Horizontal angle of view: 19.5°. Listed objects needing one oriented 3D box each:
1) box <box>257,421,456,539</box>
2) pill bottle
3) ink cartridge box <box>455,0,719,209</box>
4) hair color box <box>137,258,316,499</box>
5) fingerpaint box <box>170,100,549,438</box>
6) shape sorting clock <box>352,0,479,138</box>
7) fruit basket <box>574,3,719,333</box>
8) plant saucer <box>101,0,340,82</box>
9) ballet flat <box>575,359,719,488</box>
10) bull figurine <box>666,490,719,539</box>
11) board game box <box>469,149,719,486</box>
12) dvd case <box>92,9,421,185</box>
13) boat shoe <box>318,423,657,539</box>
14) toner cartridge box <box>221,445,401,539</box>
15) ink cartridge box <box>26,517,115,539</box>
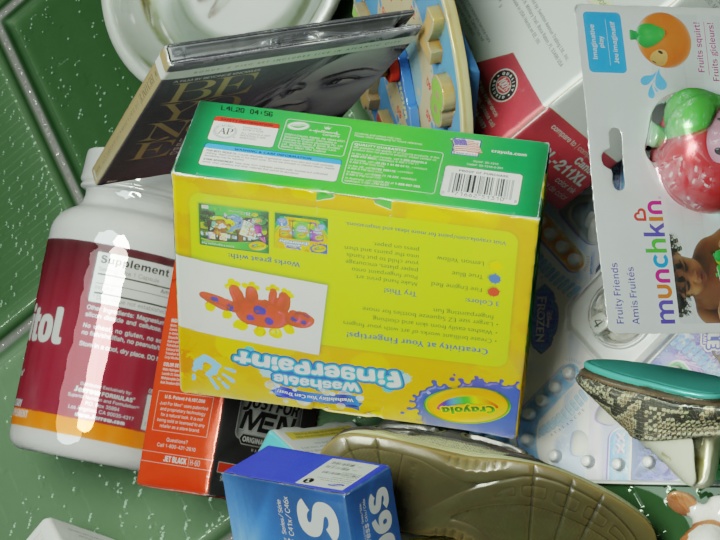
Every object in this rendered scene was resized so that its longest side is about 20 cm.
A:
[{"bbox_3d":[0.024,0.170,1.247,0.200,0.082,0.049,41,115,31],"label":"box"},{"bbox_3d":[-0.156,0.027,1.370,0.113,0.113,0.201,7,82,31],"label":"pill bottle"},{"bbox_3d":[0.147,-0.158,1.230,0.200,0.083,0.146,-39,46,18],"label":"ink cartridge box"},{"bbox_3d":[-0.072,0.045,1.323,0.061,0.101,0.201,4,82,35],"label":"hair color box"},{"bbox_3d":[0.000,0.000,1.182,0.199,0.167,0.073,7,41,7],"label":"fingerpaint box"},{"bbox_3d":[0.027,-0.123,1.238,0.039,0.200,0.200,-14,68,-11],"label":"shape sorting clock"},{"bbox_3d":[0.219,-0.058,1.126,0.094,0.199,0.186,142,127,-65],"label":"fruit basket"},{"bbox_3d":[-0.082,-0.205,1.413,0.200,0.050,0.201,-7,76,30],"label":"plant saucer"},{"bbox_3d":[0.212,0.086,1.145,0.199,0.068,0.076,-2,94,26],"label":"ballet flat"},{"bbox_3d":[0.180,0.213,1.126,0.065,0.200,0.122,13,127,-2],"label":"bull figurine"},{"bbox_3d":[0.154,0.025,1.239,0.200,0.026,0.201,-2,78,30],"label":"board game box"},{"bbox_3d":[-0.065,-0.097,1.220,0.200,0.148,0.016,137,120,-65],"label":"dvd case"},{"bbox_3d":[0.074,0.127,1.216,0.200,0.066,0.072,14,110,1],"label":"boat shoe"},{"bbox_3d":[-0.017,0.205,1.194,0.095,0.043,0.201,5,111,41],"label":"toner cartridge box"},{"bbox_3d":[-0.176,0.269,1.329,0.116,0.067,0.200,-49,45,13],"label":"ink cartridge box"}]
